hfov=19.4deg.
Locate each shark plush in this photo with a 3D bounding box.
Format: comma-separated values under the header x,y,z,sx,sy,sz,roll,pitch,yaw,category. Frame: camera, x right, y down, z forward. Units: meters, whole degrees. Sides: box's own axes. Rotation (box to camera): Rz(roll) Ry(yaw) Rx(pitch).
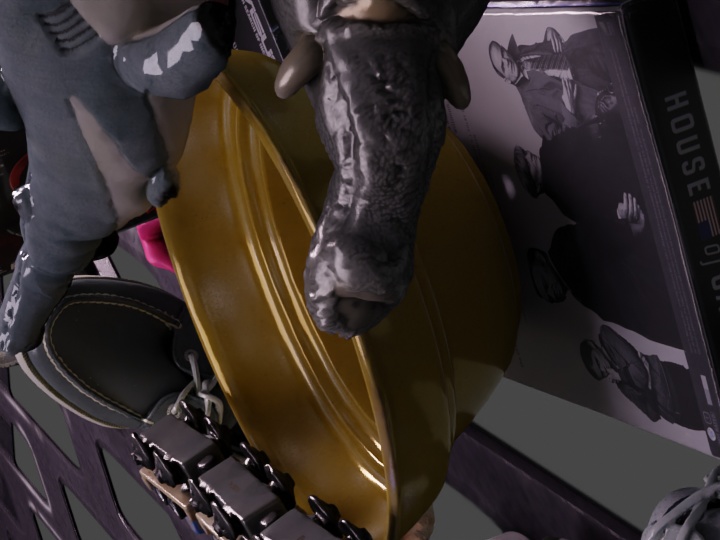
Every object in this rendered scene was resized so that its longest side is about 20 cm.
x,y,z,sx,sy,sz,roll,pitch,yaw,category
-0.100,-0.058,0.676,0.200,0.083,0.091,113,153,-52,shark plush

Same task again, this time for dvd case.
x,y,z,sx,sy,sz,roll,pitch,yaw,category
0.068,-0.023,0.728,0.200,0.025,0.150,18,127,68,dvd case

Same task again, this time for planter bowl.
x,y,z,sx,sy,sz,roll,pitch,yaw,category
0.000,0.000,0.751,0.200,0.083,0.200,56,158,35,planter bowl

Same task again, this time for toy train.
x,y,z,sx,sy,sz,roll,pitch,yaw,category
-0.038,0.089,0.756,0.046,0.034,0.200,61,165,-21,toy train

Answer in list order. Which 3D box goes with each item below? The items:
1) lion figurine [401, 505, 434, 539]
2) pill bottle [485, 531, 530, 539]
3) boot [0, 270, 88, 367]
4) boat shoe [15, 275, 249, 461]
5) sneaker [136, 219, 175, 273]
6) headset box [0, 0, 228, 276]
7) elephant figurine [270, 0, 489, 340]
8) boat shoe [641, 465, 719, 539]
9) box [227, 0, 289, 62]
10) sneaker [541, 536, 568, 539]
x,y,z,sx,sy,sz,roll,pitch,yaw,category
0.007,0.181,1.051,0.072,0.122,0.200,-80,-33,-53,lion figurine
-0.006,0.186,0.889,0.112,0.200,0.112,56,158,37,pill bottle
-0.248,-0.001,1.619,0.200,0.068,0.131,-25,81,64,boot
-0.073,0.054,1.015,0.062,0.200,0.073,1,67,54,boat shoe
-0.038,0.008,0.988,0.200,0.075,0.081,36,143,58,sneaker
-0.139,-0.086,0.908,0.075,0.149,0.200,60,160,24,headset box
0.005,-0.113,0.616,0.141,0.155,0.200,34,138,24,elephant figurine
0.113,0.102,0.656,0.072,0.070,0.201,54,162,12,boat shoe
-0.063,-0.153,0.929,0.200,0.044,0.160,68,162,3,box
0.102,0.184,0.773,0.200,0.121,0.084,-71,-11,-48,sneaker
